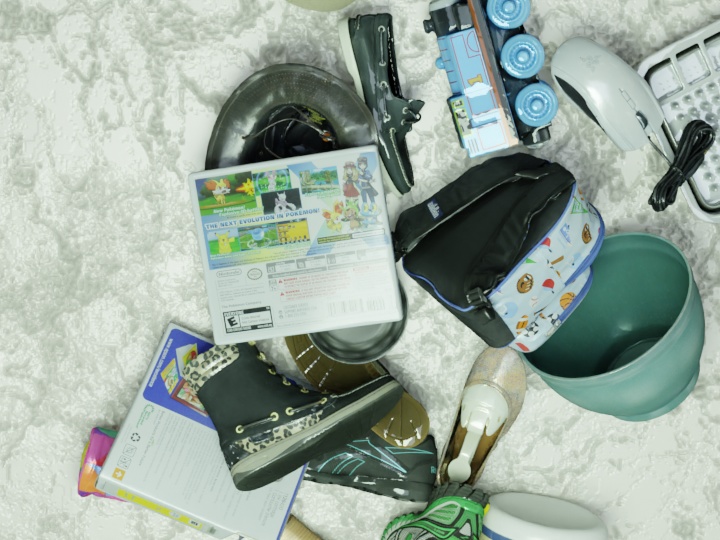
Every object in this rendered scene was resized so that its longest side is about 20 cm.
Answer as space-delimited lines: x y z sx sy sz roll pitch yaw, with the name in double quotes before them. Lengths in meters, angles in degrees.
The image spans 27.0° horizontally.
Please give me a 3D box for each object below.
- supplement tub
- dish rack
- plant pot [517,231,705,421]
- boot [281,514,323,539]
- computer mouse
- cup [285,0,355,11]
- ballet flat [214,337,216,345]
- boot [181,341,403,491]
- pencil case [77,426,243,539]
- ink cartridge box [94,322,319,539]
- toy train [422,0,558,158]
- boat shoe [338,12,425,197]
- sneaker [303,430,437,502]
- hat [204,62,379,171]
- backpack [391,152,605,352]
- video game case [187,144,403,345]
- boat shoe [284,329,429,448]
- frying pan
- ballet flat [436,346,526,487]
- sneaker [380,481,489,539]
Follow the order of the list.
"supplement tub" 0.186 0.360 1.655 0.144 0.144 0.200 10 99 -4
"dish rack" 0.400 -0.169 1.629 0.171 0.044 0.200 -27 99 2
"plant pot" 0.284 0.077 1.604 0.200 0.200 0.134 -36 125 4
"boot" -0.094 0.387 1.685 0.201 0.071 0.144 -42 95 0
"computer mouse" 0.281 -0.165 1.572 0.200 0.044 0.110 43 79 -7
"cup" -0.035 -0.350 1.526 0.200 0.200 0.143 19 126 -5
"ballet flat" -0.089 0.006 1.633 0.200 0.072 0.072 -40 98 0
"boot" -0.074 0.123 1.579 0.203 0.074 0.154 -28 64 -13
"pencil case" -0.209 0.231 1.652 0.200 0.088 0.089 15 98 -3
"ink cartridge box" -0.154 0.181 1.612 0.200 0.047 0.198 25 58 -6
"toy train" 0.138 -0.219 1.592 0.114 0.087 0.200 -16 100 7
"boat shoe" 0.035 -0.180 1.599 0.066 0.075 0.200 -16 90 12
"sneaker" -0.009 0.205 1.670 0.200 0.075 0.079 12 84 -9
"hat" -0.068 -0.119 1.597 0.200 0.081 0.201 1 97 10
"backpack" 0.162 -0.022 1.576 0.191 0.200 0.154 -49 128 0
"video game case" -0.067 -0.025 1.550 0.200 0.022 0.183 -8 96 8
"boat shoe" -0.005 0.124 1.642 0.073 0.065 0.200 -43 74 -7
"frying pan" -0.016 0.007 1.596 0.115 0.031 0.190 -18 99 -7
"ballet flat" 0.128 0.171 1.622 0.068 0.067 0.200 22 125 12
"sneaker" 0.070 0.307 1.637 0.078 0.085 0.200 24 141 -8
